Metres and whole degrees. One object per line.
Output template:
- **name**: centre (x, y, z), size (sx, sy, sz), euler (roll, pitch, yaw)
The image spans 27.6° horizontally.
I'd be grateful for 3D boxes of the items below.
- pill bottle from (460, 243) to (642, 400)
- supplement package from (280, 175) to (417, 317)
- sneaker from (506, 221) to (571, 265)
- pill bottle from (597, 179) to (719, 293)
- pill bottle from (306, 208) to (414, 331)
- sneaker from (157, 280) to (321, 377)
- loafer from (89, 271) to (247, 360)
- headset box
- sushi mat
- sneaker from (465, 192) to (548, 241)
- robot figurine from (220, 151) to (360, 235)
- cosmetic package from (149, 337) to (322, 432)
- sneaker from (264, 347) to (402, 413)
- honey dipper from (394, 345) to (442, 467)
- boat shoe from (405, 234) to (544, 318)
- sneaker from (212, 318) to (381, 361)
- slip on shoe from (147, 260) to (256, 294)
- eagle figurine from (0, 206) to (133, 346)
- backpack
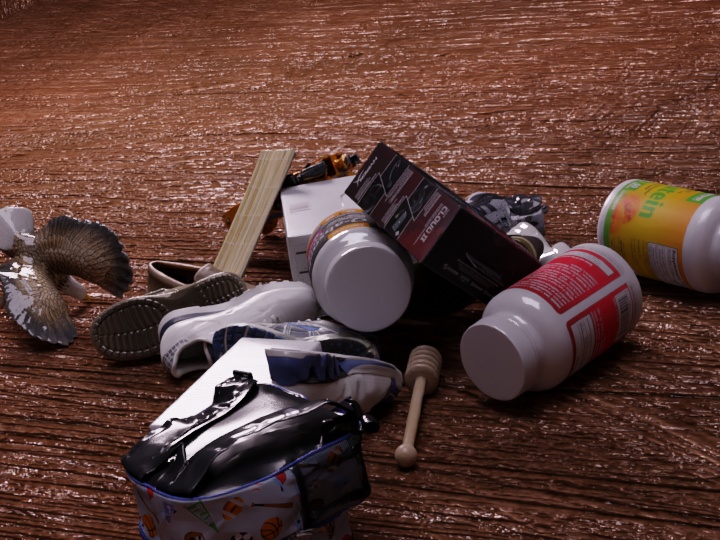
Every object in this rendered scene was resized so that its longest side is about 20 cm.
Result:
- **pill bottle**: centre (0.199, 0.056, 1.536), size (0.112, 0.113, 0.199), euler (12, 30, 43)
- **supplement package**: centre (-0.016, -0.037, 1.858), size (0.154, 0.112, 0.200), euler (-10, 21, -2)
- **sneaker**: centre (0.205, 0.007, 1.736), size (0.088, 0.076, 0.200), euler (-30, 22, -9)
- **pill bottle**: centre (0.381, -0.036, 1.690), size (0.110, 0.112, 0.199), euler (-24, 26, -33)
- **pill bottle**: centre (0.000, 0.000, 1.655), size (0.115, 0.118, 0.200), euler (-11, 12, -3)
- **sneaker**: centre (-0.136, 0.074, 1.705), size (0.198, 0.077, 0.081), euler (-19, 31, -4)
- **loafer**: centre (-0.228, 0.058, 1.770), size (0.198, 0.076, 0.068), euler (-16, -4, 0)
- **headset box**: centre (0.094, -0.043, 1.605), size (0.077, 0.148, 0.200), euler (-53, 40, 7)
- **sushi mat**: centre (-0.145, -0.070, 1.933), size (0.095, 0.012, 0.202), euler (1, 65, 56)
- **sneaker**: centre (0.175, -0.053, 1.865), size (0.113, 0.076, 0.200), euler (-2, 20, 24)
- **robot figurine**: centre (-0.088, -0.104, 2.015), size (0.199, 0.059, 0.145), euler (-25, -2, 31)
- **cosmetic package**: centre (-0.119, 0.145, 1.504), size (0.100, 0.072, 0.200), euler (2, 24, 26)
- **sneaker**: centre (-0.039, 0.140, 1.478), size (0.080, 0.116, 0.199), euler (6, -3, 31)
- **honey dipper**: centre (0.055, 0.139, 1.496), size (0.038, 0.038, 0.200), euler (-4, 24, 12)
- **boat shoe**: centre (0.129, 0.005, 1.724), size (0.200, 0.072, 0.066), euler (-20, -1, 35)
- **sneaker**: centre (-0.067, 0.091, 1.636), size (0.198, 0.078, 0.085), euler (7, 17, 16)
- **slip on shoe**: centre (-0.189, 0.024, 1.849), size (0.199, 0.061, 0.076), euler (7, 27, 37)
- **eagle figurine**: centre (-0.400, 0.003, 1.908), size (0.150, 0.153, 0.199), euler (2, 8, -31)
- **backpack**: centre (-0.106, 0.188, 1.288), size (0.189, 0.156, 0.199), euler (-16, 15, -37)
